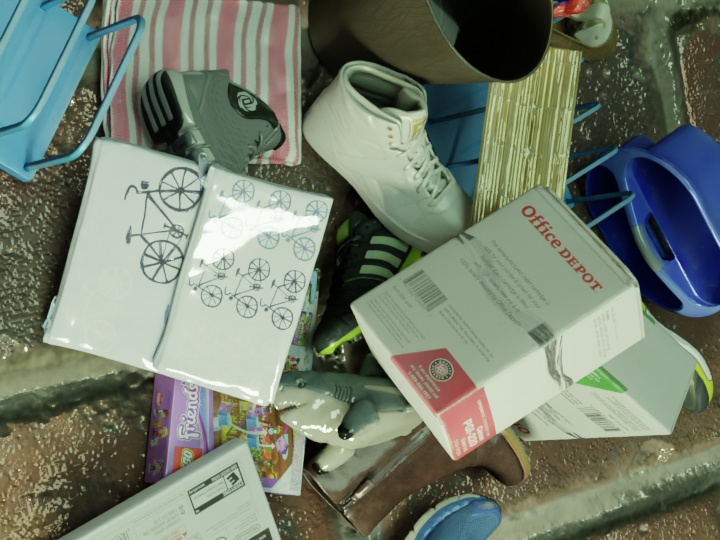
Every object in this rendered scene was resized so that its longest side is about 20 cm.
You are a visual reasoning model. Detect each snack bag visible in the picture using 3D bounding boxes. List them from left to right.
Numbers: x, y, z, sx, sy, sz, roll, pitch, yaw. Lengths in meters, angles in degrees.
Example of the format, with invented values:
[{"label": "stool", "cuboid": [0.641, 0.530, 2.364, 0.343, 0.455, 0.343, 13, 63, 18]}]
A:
[{"label": "snack bag", "cuboid": [-0.140, 0.000, 1.337, 0.199, 0.021, 0.189, 17, 108, -5]}]

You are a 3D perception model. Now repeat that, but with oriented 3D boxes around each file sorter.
[{"label": "file sorter", "cuboid": [-0.286, -0.182, 1.280, 0.200, 0.122, 0.139, 33, 70, -29]}, {"label": "file sorter", "cuboid": [0.154, -0.129, 1.594, 0.138, 0.122, 0.201, -31, 103, -33]}]

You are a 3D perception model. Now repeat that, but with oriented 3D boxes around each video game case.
[{"label": "video game case", "cuboid": [-0.151, 0.262, 1.384, 0.199, 0.023, 0.183, -28, 112, -28]}]

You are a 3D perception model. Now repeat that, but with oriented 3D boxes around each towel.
[{"label": "towel", "cuboid": [-0.131, -0.168, 1.452, 0.199, 0.030, 0.147, 2, 86, -35]}]

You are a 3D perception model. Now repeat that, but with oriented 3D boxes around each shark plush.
[{"label": "shark plush", "cuboid": [0.022, 0.098, 1.455, 0.199, 0.091, 0.084, -22, 70, -16]}]

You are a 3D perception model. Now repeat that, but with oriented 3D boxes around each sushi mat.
[{"label": "sushi mat", "cuboid": [0.147, -0.108, 1.507, 0.095, 0.012, 0.201, 11, 84, -30]}]

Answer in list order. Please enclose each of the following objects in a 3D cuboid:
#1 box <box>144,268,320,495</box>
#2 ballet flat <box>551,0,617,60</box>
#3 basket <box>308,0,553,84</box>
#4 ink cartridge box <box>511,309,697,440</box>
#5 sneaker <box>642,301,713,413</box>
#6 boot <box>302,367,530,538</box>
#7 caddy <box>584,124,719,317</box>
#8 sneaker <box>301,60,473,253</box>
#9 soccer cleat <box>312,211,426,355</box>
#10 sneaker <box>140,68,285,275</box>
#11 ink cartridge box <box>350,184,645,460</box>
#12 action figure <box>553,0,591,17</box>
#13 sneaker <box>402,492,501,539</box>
[{"label": "box", "cuboid": [-0.108, 0.088, 1.443, 0.136, 0.039, 0.201, 11, 80, -35]}, {"label": "ballet flat", "cuboid": [0.199, -0.262, 1.666, 0.199, 0.072, 0.068, 23, 73, -32]}, {"label": "basket", "cuboid": [0.052, -0.233, 1.479, 0.136, 0.200, 0.181, -24, 97, -33]}, {"label": "ink cartridge box", "cuboid": [0.184, 0.085, 1.552, 0.146, 0.200, 0.083, 40, 62, -27]}, {"label": "sneaker", "cuboid": [0.276, 0.087, 1.703, 0.200, 0.074, 0.081, 40, 72, -18]}, {"label": "boot", "cuboid": [0.051, 0.179, 1.546, 0.200, 0.072, 0.167, 46, 75, -25]}, {"label": "caddy", "cuboid": [0.310, -0.048, 1.686, 0.105, 0.141, 0.201, -42, 109, -33]}, {"label": "sneaker", "cuboid": [0.043, -0.098, 1.475, 0.200, 0.116, 0.074, 39, 60, -1]}, {"label": "soccer cleat", "cuboid": [0.000, 0.000, 1.506, 0.081, 0.067, 0.200, 45, 47, -7]}, {"label": "sneaker", "cuboid": [-0.100, -0.079, 1.403, 0.115, 0.075, 0.201, -16, 88, -40]}, {"label": "ink cartridge box", "cuboid": [0.116, 0.040, 1.405, 0.199, 0.146, 0.085, -33, 142, -8]}, {"label": "action figure", "cuboid": [0.144, -0.256, 1.546, 0.052, 0.199, 0.066, 28, 60, -56]}, {"label": "sneaker", "cuboid": [0.068, 0.286, 1.510, 0.200, 0.089, 0.079, -46, 142, -24]}]
